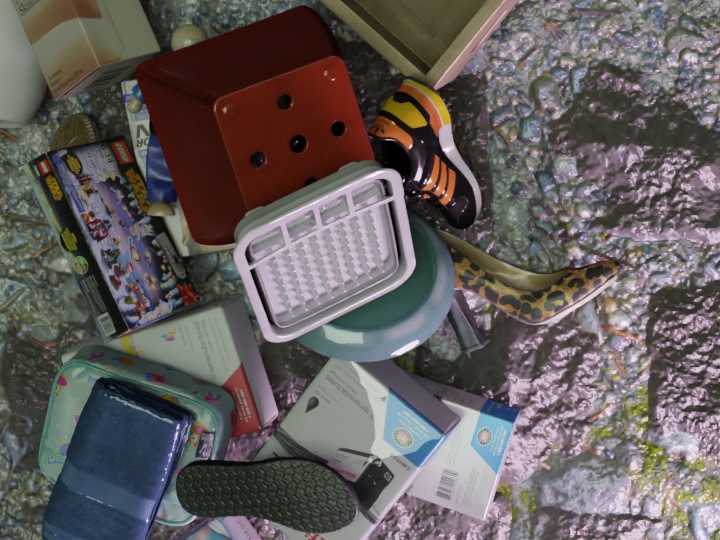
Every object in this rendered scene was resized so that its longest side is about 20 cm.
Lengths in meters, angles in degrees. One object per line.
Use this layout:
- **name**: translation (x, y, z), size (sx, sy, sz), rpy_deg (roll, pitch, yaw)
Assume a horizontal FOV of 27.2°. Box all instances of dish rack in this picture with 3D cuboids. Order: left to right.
- **dish rack**: translation (-0.037, -0.023, 1.417), size (0.171, 0.200, 0.044), rpy_deg (-27, 57, -8)

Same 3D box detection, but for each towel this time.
- **towel**: translation (-0.253, 0.212, 1.535), size (0.111, 0.049, 0.201), rpy_deg (24, 110, 2)

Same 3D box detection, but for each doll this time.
- **doll**: translation (-0.180, -0.157, 1.564), size (0.136, 0.048, 0.201), rpy_deg (3, 96, 1)

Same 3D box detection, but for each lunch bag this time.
- **lunch bag**: translation (-0.238, 0.181, 1.589), size (0.199, 0.077, 0.161), rpy_deg (19, 104, 6)

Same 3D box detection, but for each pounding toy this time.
- **pounding toy**: translation (0.100, -0.305, 1.519), size (0.184, 0.142, 0.200), rpy_deg (42, 115, 3)

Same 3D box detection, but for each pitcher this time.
- **pitcher**: translation (-0.375, -0.259, 1.626), size (0.171, 0.121, 0.201), rpy_deg (3, 88, -4)

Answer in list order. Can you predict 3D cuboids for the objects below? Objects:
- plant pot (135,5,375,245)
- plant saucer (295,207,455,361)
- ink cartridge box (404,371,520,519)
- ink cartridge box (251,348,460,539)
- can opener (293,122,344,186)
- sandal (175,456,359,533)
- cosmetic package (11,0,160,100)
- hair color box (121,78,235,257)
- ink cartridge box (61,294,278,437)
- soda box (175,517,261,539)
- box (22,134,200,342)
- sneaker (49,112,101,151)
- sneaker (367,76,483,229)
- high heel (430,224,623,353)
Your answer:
- **plant pot**: translation (-0.085, -0.134, 1.469), size (0.199, 0.176, 0.201), rpy_deg (-22, 108, -13)
- **plant saucer**: translation (0.000, 0.000, 1.537), size (0.199, 0.027, 0.201), rpy_deg (2, 59, -2)
- **ink cartridge box**: translation (0.061, 0.179, 1.618), size (0.199, 0.068, 0.116), rpy_deg (18, 101, 10)
- **ink cartridge box**: translation (-0.015, 0.193, 1.559), size (0.145, 0.084, 0.200), rpy_deg (39, 106, 7)
- **can opener**: translation (-0.063, -0.093, 1.616), size (0.063, 0.078, 0.201), rpy_deg (25, 102, 46)
- **sandal**: translation (-0.091, 0.220, 1.517), size (0.200, 0.048, 0.076), rpy_deg (4, 102, 21)
- **cosmetic package**: translation (-0.303, -0.293, 1.550), size (0.103, 0.087, 0.201), rpy_deg (-26, 87, 47)
- **hair color box**: translation (-0.185, -0.119, 1.627), size (0.109, 0.065, 0.201), rpy_deg (-9, 98, 12)
- **ink cartridge box**: translation (-0.211, 0.127, 1.658), size (0.199, 0.086, 0.148), rpy_deg (-17, 95, 12)
- **soda box**: translation (-0.211, 0.347, 1.698), size (0.200, 0.068, 0.064), rpy_deg (-36, 90, 15)
- **box**: translation (-0.257, -0.037, 1.554), size (0.040, 0.137, 0.201), rpy_deg (-25, 90, 29)
- **sneaker**: translation (-0.283, -0.073, 1.658), size (0.071, 0.112, 0.201), rpy_deg (-24, 62, 23)
- **sneaker**: translation (0.059, -0.101, 1.525), size (0.070, 0.200, 0.090), rpy_deg (28, 64, 39)
- **high heel**: translation (0.163, -0.011, 1.568), size (0.199, 0.071, 0.143), rpy_deg (-24, 94, 19)
